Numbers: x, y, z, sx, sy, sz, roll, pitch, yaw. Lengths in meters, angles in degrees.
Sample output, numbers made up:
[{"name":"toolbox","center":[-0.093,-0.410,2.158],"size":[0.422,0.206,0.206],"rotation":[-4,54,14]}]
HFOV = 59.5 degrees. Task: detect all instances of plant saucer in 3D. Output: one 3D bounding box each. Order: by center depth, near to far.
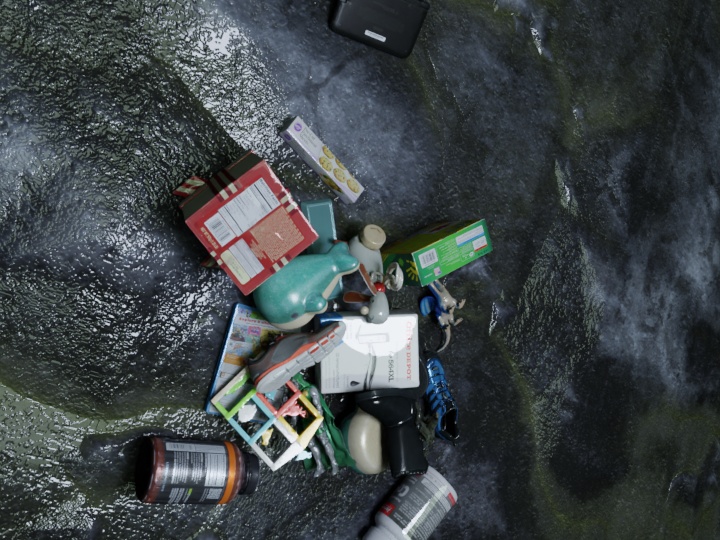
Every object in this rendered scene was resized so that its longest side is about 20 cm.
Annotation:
[{"name":"plant saucer","center":[-0.072,-0.039,1.248],"size":[0.069,0.019,0.203],"rotation":[-11,97,-32]}]

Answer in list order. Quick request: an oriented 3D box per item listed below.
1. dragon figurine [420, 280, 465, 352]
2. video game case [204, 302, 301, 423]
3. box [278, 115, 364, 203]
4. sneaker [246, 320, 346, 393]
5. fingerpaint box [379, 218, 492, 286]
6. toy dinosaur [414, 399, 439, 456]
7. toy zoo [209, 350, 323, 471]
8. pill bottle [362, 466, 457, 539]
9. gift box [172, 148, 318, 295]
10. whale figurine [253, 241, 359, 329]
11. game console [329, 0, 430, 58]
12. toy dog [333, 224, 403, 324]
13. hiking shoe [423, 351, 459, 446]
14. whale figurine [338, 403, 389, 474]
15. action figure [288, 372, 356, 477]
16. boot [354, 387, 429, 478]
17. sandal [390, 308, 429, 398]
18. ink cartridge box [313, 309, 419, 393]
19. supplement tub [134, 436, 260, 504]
[{"name":"dragon figurine","center":[0.171,0.079,1.379],"size":[0.058,0.099,0.202],"rotation":[-30,140,-27]},{"name":"video game case","center":[-0.197,0.176,1.177],"size":[0.142,0.018,0.203],"rotation":[19,82,-31]},{"name":"box","center":[-0.074,-0.211,1.227],"size":[0.200,0.039,0.042],"rotation":[46,68,-25]},{"name":"sneaker","center":[-0.118,0.134,1.136],"size":[0.199,0.077,0.082],"rotation":[-31,64,-17]},{"name":"fingerpaint box","center":[0.141,-0.036,1.296],"size":[0.198,0.166,0.074],"rotation":[-25,104,-30]},{"name":"toy dinosaur","center":[0.133,0.324,1.338],"size":[0.047,0.089,0.201],"rotation":[-15,142,-20]},{"name":"toy zoo","center":[-0.158,0.264,1.142],"size":[0.200,0.020,0.131],"rotation":[48,67,-2]},{"name":"pill bottle","center":[0.102,0.518,1.326],"size":[0.200,0.113,0.115],"rotation":[-44,113,-23]},{"name":"gift box","center":[-0.208,-0.085,1.067],"size":[0.199,0.187,0.186],"rotation":[-33,112,-6]},{"name":"whale figurine","center":[-0.103,0.011,1.131],"size":[0.199,0.160,0.104],"rotation":[-33,133,-1]},{"name":"game console","center":[0.031,-0.559,1.292],"size":[0.198,0.117,0.178],"rotation":[8,117,-32]},{"name":"toy dog","center":[0.000,0.000,1.206],"size":[0.095,0.201,0.133],"rotation":[5,125,-20]},{"name":"hiking shoe","center":[0.179,0.275,1.380],"size":[0.074,0.086,0.203],"rotation":[-18,101,-30]},{"name":"whale figurine","center":[0.022,0.322,1.292],"size":[0.200,0.103,0.160],"rotation":[-48,116,-48]},{"name":"action figure","center":[-0.093,0.292,1.209],"size":[0.055,0.117,0.203],"rotation":[-26,98,-66]},{"name":"boot","center":[0.063,0.310,1.199],"size":[0.198,0.073,0.165],"rotation":[20,60,-57]},{"name":"sandal","center":[0.107,0.174,1.343],"size":[0.048,0.075,0.203],"rotation":[-29,107,-53]},{"name":"ink cartridge box","center":[0.011,0.156,1.239],"size":[0.197,0.084,0.148],"rotation":[-2,92,-13]},{"name":"supplement tub","center":[-0.276,0.346,1.083],"size":[0.198,0.106,0.109],"rotation":[15,84,-32]}]
